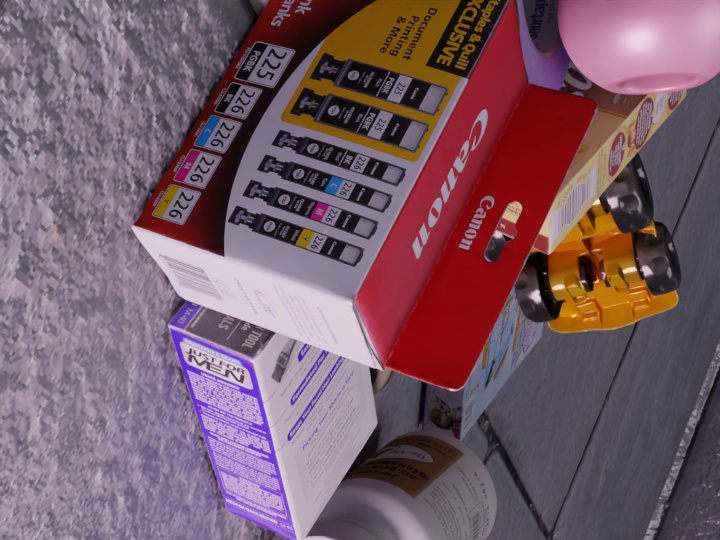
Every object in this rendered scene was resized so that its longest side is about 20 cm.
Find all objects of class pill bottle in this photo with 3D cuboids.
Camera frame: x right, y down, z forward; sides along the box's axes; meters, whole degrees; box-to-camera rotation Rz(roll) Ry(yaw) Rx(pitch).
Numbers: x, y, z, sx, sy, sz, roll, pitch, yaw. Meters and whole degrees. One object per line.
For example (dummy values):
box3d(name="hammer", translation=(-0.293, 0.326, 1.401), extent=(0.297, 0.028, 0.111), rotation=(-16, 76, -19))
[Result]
box3d(name="pill bottle", translation=(0.019, 0.206, 1.014), extent=(0.200, 0.114, 0.114), rotation=(-26, 131, -61))

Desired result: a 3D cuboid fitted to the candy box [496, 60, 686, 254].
box3d(name="candy box", translation=(0.142, -0.111, 0.964), extent=(0.200, 0.115, 0.055), rotation=(-45, 148, -30))

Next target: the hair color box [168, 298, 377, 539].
box3d(name="hair color box", translation=(-0.048, 0.067, 0.819), extent=(0.109, 0.065, 0.200), rotation=(-55, 154, -33))

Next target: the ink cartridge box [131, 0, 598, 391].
box3d(name="ink cartridge box", translation=(0.010, -0.060, 0.703), extent=(0.200, 0.175, 0.084), rotation=(-63, 157, -21))

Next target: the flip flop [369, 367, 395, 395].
box3d(name="flip flop", translation=(0.000, 0.000, 0.877), extent=(0.058, 0.081, 0.200), rotation=(-14, 127, -47))

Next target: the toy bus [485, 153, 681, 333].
box3d(name="toy bus", translation=(0.179, -0.072, 1.107), extent=(0.200, 0.136, 0.192), rotation=(54, 29, -41))

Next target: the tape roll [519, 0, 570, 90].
box3d(name="tape roll", translation=(0.094, -0.210, 0.871), extent=(0.200, 0.066, 0.200), rotation=(4, 90, -69))

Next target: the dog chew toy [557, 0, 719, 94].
box3d(name="dog chew toy", translation=(0.190, -0.221, 0.872), extent=(0.125, 0.124, 0.200), rotation=(7, 80, -67))

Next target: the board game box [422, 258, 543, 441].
box3d(name="board game box", translation=(0.123, 0.023, 1.206), extent=(0.200, 0.041, 0.200), rotation=(-43, 144, -49))
